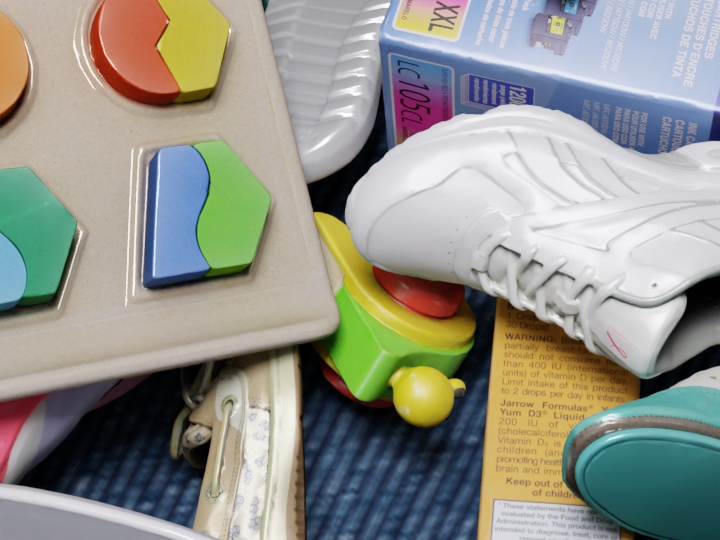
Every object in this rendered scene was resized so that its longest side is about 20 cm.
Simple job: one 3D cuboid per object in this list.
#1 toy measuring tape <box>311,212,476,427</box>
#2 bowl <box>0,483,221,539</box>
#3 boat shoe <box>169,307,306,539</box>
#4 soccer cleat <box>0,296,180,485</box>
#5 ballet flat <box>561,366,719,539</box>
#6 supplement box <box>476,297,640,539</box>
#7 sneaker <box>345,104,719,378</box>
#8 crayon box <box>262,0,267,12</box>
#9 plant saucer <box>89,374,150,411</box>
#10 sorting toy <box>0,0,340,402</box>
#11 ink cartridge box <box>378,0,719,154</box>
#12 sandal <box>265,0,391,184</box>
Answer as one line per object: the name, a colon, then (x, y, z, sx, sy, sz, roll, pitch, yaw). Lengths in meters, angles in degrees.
toy measuring tape: (0.000, 0.000, 0.969, 0.073, 0.074, 0.200, -23, 45, -9)
bowl: (-0.094, 0.188, 0.829, 0.200, 0.075, 0.200, 16, 92, 12)
boat shoe: (-0.054, 0.090, 0.908, 0.062, 0.073, 0.200, -1, 62, -1)
soccer cleat: (-0.133, 0.044, 0.907, 0.067, 0.076, 0.200, 43, 61, 4)
ballet flat: (0.158, 0.078, 0.875, 0.200, 0.067, 0.071, 19, 40, -25)
supplement box: (0.084, 0.079, 0.911, 0.069, 0.067, 0.200, 2, 63, 4)
sneaker: (0.092, -0.005, 0.865, 0.199, 0.078, 0.100, 3, 48, 2)
crayon box: (-0.158, -0.113, 1.031, 0.200, 0.058, 0.119, -35, 65, -14)
plant saucer: (-0.155, -0.034, 0.948, 0.200, 0.051, 0.201, -1, 94, -20)
sorting toy: (-0.113, -0.053, 0.885, 0.185, 0.036, 0.200, -10, 76, -22)
ink cartridge box: (0.114, -0.073, 0.950, 0.199, 0.137, 0.077, 12, 65, 10)
sandal: (-0.008, -0.101, 1.020, 0.082, 0.050, 0.203, 0, 42, 25)
